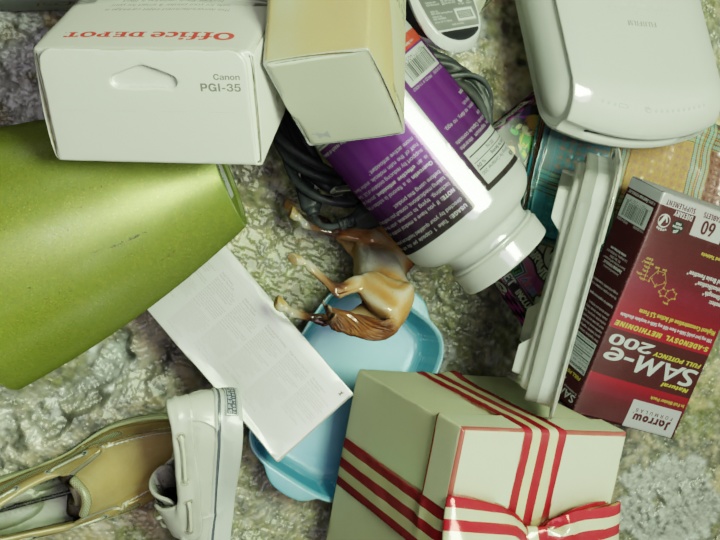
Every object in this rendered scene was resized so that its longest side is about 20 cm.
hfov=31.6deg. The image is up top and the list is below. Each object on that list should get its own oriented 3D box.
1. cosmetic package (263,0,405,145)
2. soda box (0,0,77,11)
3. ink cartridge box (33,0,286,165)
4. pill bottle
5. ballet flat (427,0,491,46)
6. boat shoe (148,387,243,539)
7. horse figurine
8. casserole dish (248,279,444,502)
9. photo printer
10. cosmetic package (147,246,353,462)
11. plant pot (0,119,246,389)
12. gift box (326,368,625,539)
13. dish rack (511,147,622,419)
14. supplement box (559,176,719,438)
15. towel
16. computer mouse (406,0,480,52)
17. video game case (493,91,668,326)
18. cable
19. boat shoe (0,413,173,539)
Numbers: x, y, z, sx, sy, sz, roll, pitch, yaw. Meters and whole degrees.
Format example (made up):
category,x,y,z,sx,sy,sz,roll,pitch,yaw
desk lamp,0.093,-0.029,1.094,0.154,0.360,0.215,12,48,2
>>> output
category,x,y,z,sx,sy,sz,roll,pitch,yaw
cosmetic package,-0.012,-0.197,0.855,0.071,0.105,0.201,-6,65,14
soda box,-0.202,-0.242,0.993,0.198,0.064,0.069,-5,94,-16
ink cartridge box,-0.120,-0.153,0.877,0.145,0.200,0.083,2,123,8
pill bottle,0.047,-0.083,0.951,0.112,0.112,0.200,-41,96,-10
ballet flat,0.043,-0.204,1.028,0.200,0.072,0.072,-37,102,-28
boat shoe,-0.133,0.173,0.995,0.065,0.072,0.201,0,133,-15
horse figurine,0.000,0.000,1.022,0.132,0.201,0.050,19,124,-13
casserole dish,-0.015,0.099,1.077,0.121,0.039,0.201,34,84,-15
photo printer,0.214,-0.199,1.070,0.165,0.069,0.202,0,71,-24
cosmetic package,-0.101,0.050,1.019,0.082,0.051,0.200,-40,88,-4
plant pot,-0.190,-0.037,0.920,0.199,0.187,0.188,-21,99,1
gift box,0.097,0.196,1.015,0.183,0.186,0.202,0,101,-29
dish rack,0.160,0.002,1.005,0.043,0.172,0.202,14,104,7
supplement box,0.250,0.033,1.088,0.108,0.061,0.201,15,103,-21
towel,0.237,-0.078,1.111,0.199,0.022,0.148,14,87,-18
computer mouse,0.028,-0.252,0.980,0.109,0.044,0.201,-16,81,-43
video game case,0.181,-0.053,1.125,0.181,0.036,0.201,-38,102,-12
cable,0.020,-0.121,1.054,0.199,0.051,0.164,-23,72,-20
boat shoe,-0.216,0.174,1.003,0.199,0.076,0.072,-24,97,-14
